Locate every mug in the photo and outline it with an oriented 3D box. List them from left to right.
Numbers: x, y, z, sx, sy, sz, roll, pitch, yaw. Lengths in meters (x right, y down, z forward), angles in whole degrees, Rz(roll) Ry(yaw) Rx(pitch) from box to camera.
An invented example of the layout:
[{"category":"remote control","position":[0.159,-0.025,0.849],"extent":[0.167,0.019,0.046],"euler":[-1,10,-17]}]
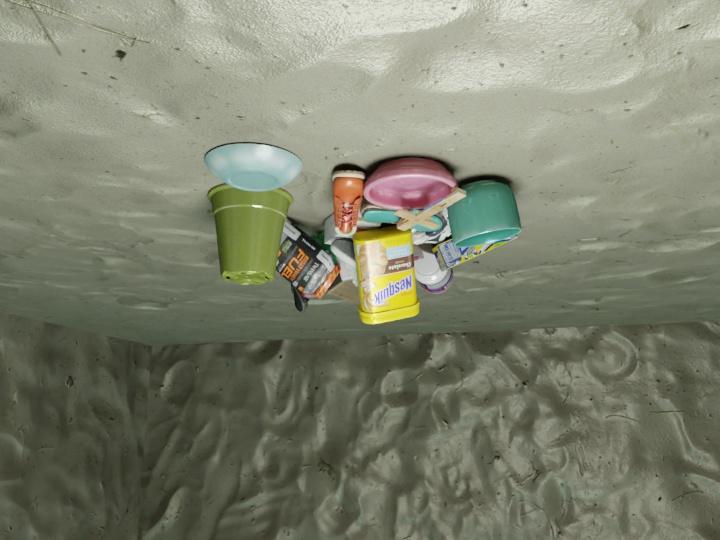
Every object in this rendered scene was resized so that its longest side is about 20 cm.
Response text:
[{"category":"mug","position":[0.263,-0.123,1.430],"extent":[0.148,0.117,0.185],"euler":[-11,172,2]}]

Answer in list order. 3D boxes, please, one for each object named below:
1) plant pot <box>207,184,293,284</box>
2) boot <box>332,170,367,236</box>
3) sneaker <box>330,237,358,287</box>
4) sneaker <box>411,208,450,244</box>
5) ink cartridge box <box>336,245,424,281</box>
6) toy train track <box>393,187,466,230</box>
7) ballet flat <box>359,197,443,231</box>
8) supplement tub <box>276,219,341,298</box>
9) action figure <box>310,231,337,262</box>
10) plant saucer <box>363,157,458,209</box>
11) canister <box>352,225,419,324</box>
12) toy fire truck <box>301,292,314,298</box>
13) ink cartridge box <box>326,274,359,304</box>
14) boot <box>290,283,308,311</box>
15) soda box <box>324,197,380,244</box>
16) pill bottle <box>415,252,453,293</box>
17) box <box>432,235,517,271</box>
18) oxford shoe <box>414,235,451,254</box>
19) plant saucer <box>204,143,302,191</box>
[{"category":"plant pot","position":[-0.254,-0.073,1.498],"extent":[0.195,0.195,0.200],"euler":[1,167,0]},{"category":"boot","position":[-0.025,-0.142,1.401],"extent":[0.073,0.110,0.200],"euler":[2,164,-2]},{"category":"sneaker","position":[0.000,0.000,1.615],"extent":[0.199,0.075,0.087],"euler":[38,126,-15]},{"category":"sneaker","position":[0.207,-0.116,1.581],"extent":[0.196,0.081,0.129],"euler":[-26,177,17]},{"category":"ink cartridge box","position":[0.051,-0.040,1.719],"extent":[0.196,0.087,0.145],"euler":[-18,177,18]},{"category":"toy train track","position":[0.145,-0.135,1.383],"extent":[0.113,0.033,0.199],"euler":[18,153,-31]},{"category":"ballet flat","position":[0.095,-0.139,1.491],"extent":[0.195,0.068,0.069],"euler":[9,138,-14]},{"category":"supplement tub","position":[-0.152,-0.028,1.648],"extent":[0.199,0.124,0.123],"euler":[37,161,-3]},{"category":"action figure","position":[-0.100,-0.051,1.812],"extent":[0.053,0.121,0.201],"euler":[9,160,14]},{"category":"plant saucer","position":[0.103,-0.180,1.360],"extent":[0.195,0.052,0.201],"euler":[0,167,0]},{"category":"canister","position":[0.059,0.008,1.535],"extent":[0.145,0.205,0.087],"euler":[-10,-160,-11]},{"category":"toy fire truck","position":[-0.160,0.015,1.944],"extent":[0.048,0.203,0.143],"euler":[3,138,-14]},{"category":"ink cartridge box","position":[0.001,0.018,1.977],"extent":[0.163,0.076,0.199],"euler":[-34,152,21]},{"category":"boot","position":[-0.128,0.049,2.050],"extent":[0.170,0.071,0.201],"euler":[-8,-149,-10]},{"category":"soda box","position":[-0.022,-0.116,1.591],"extent":[0.067,0.065,0.199],"euler":[6,164,-24]},{"category":"pill bottle","position":[0.208,-0.006,1.921],"extent":[0.109,0.114,0.200],"euler":[-3,165,14]},{"category":"box","position":[0.280,-0.067,1.615],"extent":[0.196,0.065,0.070],"euler":[-23,176,-6]},{"category":"oxford shoe","position":[0.197,-0.072,1.714],"extent":[0.197,0.073,0.070],"euler":[1,175,-43]},{"category":"plant saucer","position":[-0.214,-0.196,1.324],"extent":[0.196,0.040,0.201],"euler":[1,166,0]}]
